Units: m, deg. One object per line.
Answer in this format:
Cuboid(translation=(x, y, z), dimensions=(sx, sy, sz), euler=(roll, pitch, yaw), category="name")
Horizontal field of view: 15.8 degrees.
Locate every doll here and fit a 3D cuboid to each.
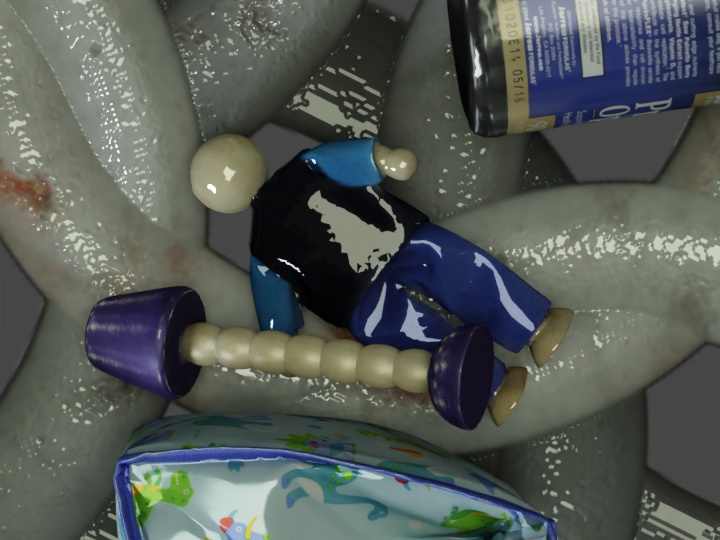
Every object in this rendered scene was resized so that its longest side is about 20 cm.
Cuboid(translation=(0.000, 0.000, 1.285), dimensions=(0.200, 0.048, 0.137), euler=(34, 113, -2), category="doll")

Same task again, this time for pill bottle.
Cuboid(translation=(0.144, -0.132, 1.253), dimensions=(0.199, 0.112, 0.112), euler=(-8, 93, -1), category="pill bottle")

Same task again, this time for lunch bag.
Cuboid(translation=(-0.013, 0.128, 1.232), dimensions=(0.199, 0.170, 0.128), euler=(-5, 93, -4), category="lunch bag")

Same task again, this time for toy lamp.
Cuboid(translation=(-0.038, 0.041, 1.258), dimensions=(0.199, 0.058, 0.059), euler=(6, 93, 22), category="toy lamp")
